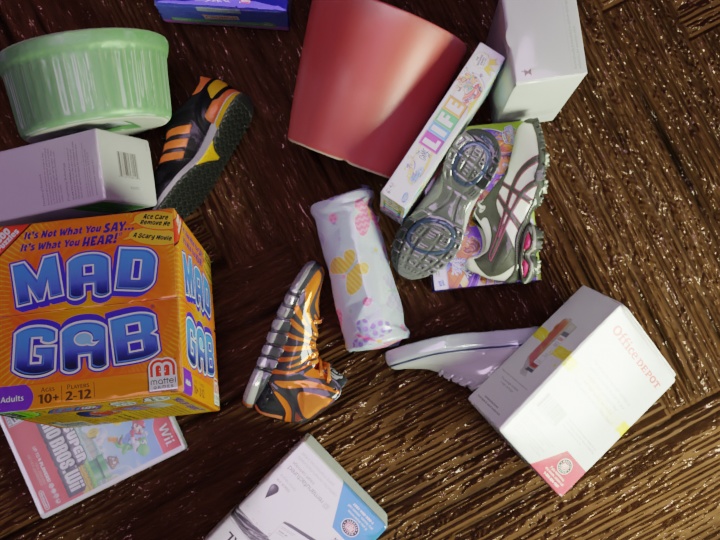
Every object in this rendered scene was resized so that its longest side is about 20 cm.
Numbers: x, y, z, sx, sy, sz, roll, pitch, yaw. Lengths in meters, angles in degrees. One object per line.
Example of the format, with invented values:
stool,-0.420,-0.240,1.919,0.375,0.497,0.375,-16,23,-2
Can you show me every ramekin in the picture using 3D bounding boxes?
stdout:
ramekin,-0.321,-0.213,1.043,0.199,0.200,0.098,-10,93,0

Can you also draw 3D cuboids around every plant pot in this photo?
plant pot,0.007,-0.216,1.048,0.199,0.200,0.178,20,97,2

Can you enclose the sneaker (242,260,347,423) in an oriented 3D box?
sneaker,-0.060,0.094,1.082,0.112,0.078,0.201,22,97,-2

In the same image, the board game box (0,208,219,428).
board game box,-0.282,0.063,1.002,0.199,0.200,0.201,-6,75,0

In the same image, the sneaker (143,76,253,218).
sneaker,-0.221,-0.152,1.106,0.090,0.070,0.201,34,90,23

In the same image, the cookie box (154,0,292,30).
cookie box,-0.166,-0.418,1.112,0.170,0.075,0.201,5,86,1

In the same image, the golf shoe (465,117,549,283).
golf shoe,0.178,-0.086,1.041,0.088,0.077,0.201,6,85,8

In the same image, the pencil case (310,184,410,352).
pencil case,0.000,0.000,1.076,0.083,0.091,0.201,-15,85,17

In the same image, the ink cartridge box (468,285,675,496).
ink cartridge box,0.252,0.141,1.037,0.200,0.083,0.145,-44,117,-2

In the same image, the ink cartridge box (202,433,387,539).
ink cartridge box,-0.086,0.321,1.053,0.145,0.084,0.200,44,88,4

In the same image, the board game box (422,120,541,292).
board game box,0.147,-0.080,1.100,0.134,0.045,0.201,-6,86,0

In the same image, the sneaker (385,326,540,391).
sneaker,0.131,0.113,1.072,0.199,0.073,0.071,-6,83,0

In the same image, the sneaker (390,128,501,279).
sneaker,0.105,-0.076,1.043,0.074,0.087,0.200,33,105,1

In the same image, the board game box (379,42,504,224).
board game box,0.091,-0.153,1.016,0.034,0.134,0.200,34,86,3

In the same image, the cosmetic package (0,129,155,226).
cosmetic package,-0.359,-0.104,1.041,0.199,0.108,0.085,-10,87,21

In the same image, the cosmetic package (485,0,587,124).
cosmetic package,0.199,-0.246,1.034,0.084,0.200,0.108,-7,86,0

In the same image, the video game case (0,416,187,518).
video game case,-0.336,0.202,1.098,0.199,0.017,0.144,-26,86,-2
